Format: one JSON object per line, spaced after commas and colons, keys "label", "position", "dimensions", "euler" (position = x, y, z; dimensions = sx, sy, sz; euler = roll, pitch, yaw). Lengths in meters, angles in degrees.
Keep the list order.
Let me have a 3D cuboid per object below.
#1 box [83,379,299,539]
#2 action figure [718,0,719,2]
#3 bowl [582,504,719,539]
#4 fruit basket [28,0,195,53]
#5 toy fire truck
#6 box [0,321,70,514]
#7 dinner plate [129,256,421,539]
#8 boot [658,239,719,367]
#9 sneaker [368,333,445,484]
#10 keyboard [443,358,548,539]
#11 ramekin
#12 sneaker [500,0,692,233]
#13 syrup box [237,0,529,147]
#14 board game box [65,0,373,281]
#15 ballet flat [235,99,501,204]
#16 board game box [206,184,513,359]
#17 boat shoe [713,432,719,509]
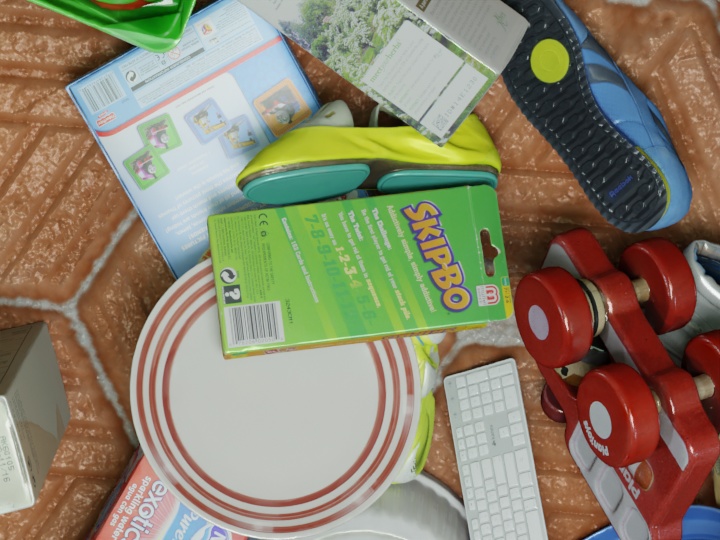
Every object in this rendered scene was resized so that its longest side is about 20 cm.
{"label": "box", "position": [-0.128, 0.171, 1.545], "dimensions": [0.095, 0.100, 0.201], "euler": [30, 100, -6]}
{"label": "action figure", "position": [0.332, -0.155, 1.468], "dimensions": [0.198, 0.103, 0.119], "euler": [15, 132, -7]}
{"label": "bowl", "position": [0.182, 0.238, 1.501], "dimensions": [0.200, 0.201, 0.040], "euler": [-30, 106, 7]}
{"label": "fruit basket", "position": [-0.138, -0.248, 1.402], "dimensions": [0.154, 0.216, 0.217], "euler": [22, 102, -4]}
{"label": "toy fire truck", "position": [0.171, 0.082, 1.479], "dimensions": [0.111, 0.201, 0.169], "euler": [-16, 147, -26]}
{"label": "box", "position": [-0.259, 0.103, 1.478], "dimensions": [0.094, 0.200, 0.078], "euler": [-13, 102, 4]}
{"label": "dinner plate", "position": [-0.057, 0.082, 1.473], "dimensions": [0.198, 0.024, 0.202], "euler": [2, 77, -10]}
{"label": "boot", "position": [0.290, 0.057, 1.515], "dimensions": [0.199, 0.074, 0.096], "euler": [29, 138, -5]}
{"label": "sneaker", "position": [0.010, 0.045, 1.531], "dimensions": [0.104, 0.076, 0.202], "euler": [11, 91, 10]}
{"label": "keyboard", "position": [0.100, 0.162, 1.527], "dimensions": [0.056, 0.011, 0.202], "euler": [-19, 66, 24]}
{"label": "ramekin", "position": [0.000, 0.242, 1.558], "dimensions": [0.198, 0.105, 0.202], "euler": [0, 102, 0]}
{"label": "sneaker", "position": [0.162, -0.116, 1.508], "dimensions": [0.066, 0.078, 0.201], "euler": [-37, 82, 33]}
{"label": "syrup box", "position": [0.005, -0.182, 1.460], "dimensions": [0.199, 0.082, 0.079], "euler": [36, 129, -4]}
{"label": "board game box", "position": [-0.091, -0.079, 1.521], "dimensions": [0.150, 0.037, 0.201], "euler": [-28, 100, 5]}
{"label": "ballet flat", "position": [0.003, -0.083, 1.485], "dimensions": [0.198, 0.067, 0.068], "euler": [-2, 70, -25]}
{"label": "board game box", "position": [0.000, 0.000, 1.470], "dimensions": [0.198, 0.030, 0.096], "euler": [-7, 79, -4]}
{"label": "boat shoe", "position": [0.274, 0.126, 1.484], "dimensions": [0.071, 0.076, 0.201], "euler": [11, 128, 15]}
